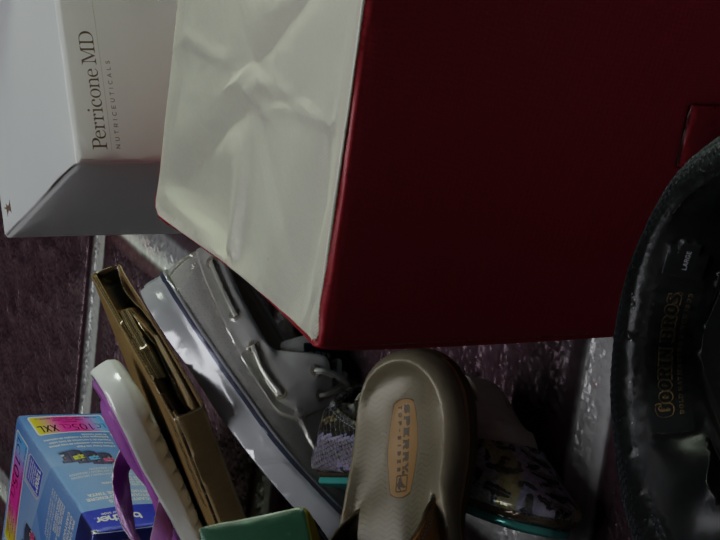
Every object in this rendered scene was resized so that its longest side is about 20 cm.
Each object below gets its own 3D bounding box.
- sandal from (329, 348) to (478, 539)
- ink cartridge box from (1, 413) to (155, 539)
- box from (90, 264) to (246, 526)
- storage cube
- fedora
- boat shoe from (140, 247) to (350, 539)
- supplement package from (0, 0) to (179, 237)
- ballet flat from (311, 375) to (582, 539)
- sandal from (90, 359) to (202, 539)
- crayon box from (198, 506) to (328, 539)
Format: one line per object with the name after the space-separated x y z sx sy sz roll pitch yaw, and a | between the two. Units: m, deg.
0.013 0.127 0.775 0.080 0.054 0.201 -14 67 36 | sandal
-0.186 0.204 1.273 0.200 0.076 0.137 39 125 52 | ink cartridge box
-0.101 0.113 1.074 0.164 0.021 0.200 50 161 51 | box
0.034 -0.077 0.747 0.171 0.179 0.201 36 122 55 | storage cube
0.166 0.045 0.600 0.200 0.091 0.201 -174 90 -66 | fedora
-0.041 0.065 1.002 0.070 0.071 0.200 -39 67 3 | boat shoe
-0.079 -0.091 0.929 0.120 0.200 0.122 -31 66 58 | supplement package
0.038 0.082 0.869 0.200 0.072 0.072 2 94 60 | ballet flat
-0.126 0.142 1.065 0.082 0.050 0.203 42 154 62 | sandal
-0.026 0.224 0.905 0.200 0.058 0.173 75 -177 -71 | crayon box
